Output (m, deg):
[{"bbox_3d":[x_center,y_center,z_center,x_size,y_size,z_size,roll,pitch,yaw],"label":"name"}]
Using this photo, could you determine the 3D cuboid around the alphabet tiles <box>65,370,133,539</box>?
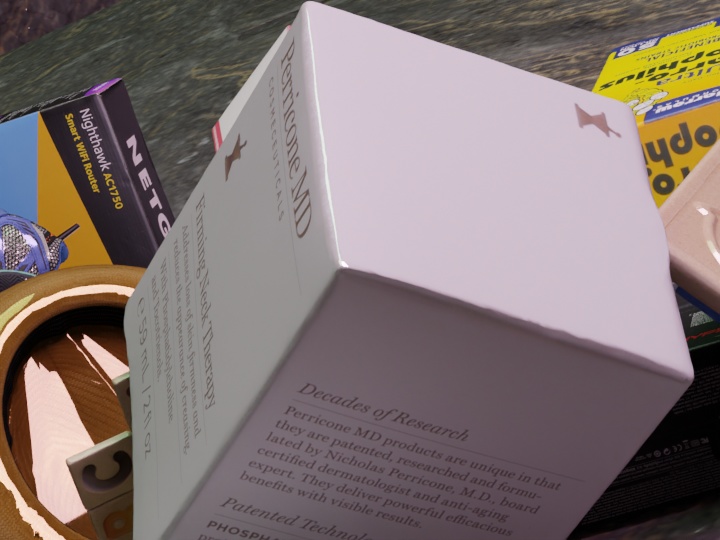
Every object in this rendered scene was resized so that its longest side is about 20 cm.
[{"bbox_3d":[-0.037,0.084,1.397,0.199,0.167,0.006,-24,43,-10],"label":"alphabet tiles"}]

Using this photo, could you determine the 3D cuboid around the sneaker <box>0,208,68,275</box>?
[{"bbox_3d":[-0.216,0.060,1.692,0.078,0.201,0.075,10,13,1],"label":"sneaker"}]

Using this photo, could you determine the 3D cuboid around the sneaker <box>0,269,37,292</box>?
[{"bbox_3d":[-0.204,0.114,1.600,0.077,0.201,0.140,9,-26,-20],"label":"sneaker"}]

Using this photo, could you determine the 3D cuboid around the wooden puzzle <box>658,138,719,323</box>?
[{"bbox_3d":[0.221,0.014,1.305,0.046,0.185,0.200,-59,-9,31],"label":"wooden puzzle"}]

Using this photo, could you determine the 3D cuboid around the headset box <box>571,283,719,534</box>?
[{"bbox_3d":[0.148,0.044,1.420,0.148,0.078,0.200,-17,15,17],"label":"headset box"}]

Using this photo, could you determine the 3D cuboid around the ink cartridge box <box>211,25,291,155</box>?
[{"bbox_3d":[0.021,-0.041,1.639,0.085,0.200,0.146,-53,13,9],"label":"ink cartridge box"}]

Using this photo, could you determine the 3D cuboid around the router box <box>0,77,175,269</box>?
[{"bbox_3d":[-0.186,-0.004,1.819,0.148,0.201,0.051,-17,13,18],"label":"router box"}]

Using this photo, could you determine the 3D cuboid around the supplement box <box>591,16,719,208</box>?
[{"bbox_3d":[0.198,-0.068,1.678,0.108,0.110,0.200,-17,16,18],"label":"supplement box"}]

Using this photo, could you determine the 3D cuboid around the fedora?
[{"bbox_3d":[-0.126,0.096,1.501,0.200,0.201,0.082,-28,-17,-24],"label":"fedora"}]

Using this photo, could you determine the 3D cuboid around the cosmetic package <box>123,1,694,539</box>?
[{"bbox_3d":[0.013,0.029,1.235,0.200,0.166,0.168,-56,27,37],"label":"cosmetic package"}]
